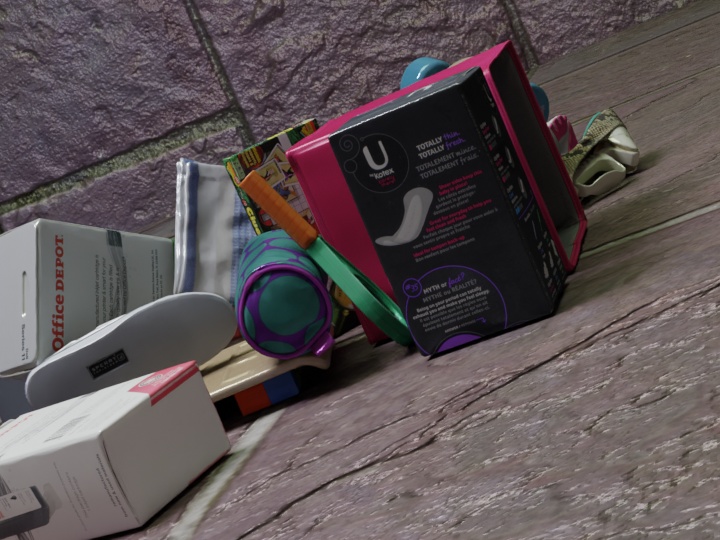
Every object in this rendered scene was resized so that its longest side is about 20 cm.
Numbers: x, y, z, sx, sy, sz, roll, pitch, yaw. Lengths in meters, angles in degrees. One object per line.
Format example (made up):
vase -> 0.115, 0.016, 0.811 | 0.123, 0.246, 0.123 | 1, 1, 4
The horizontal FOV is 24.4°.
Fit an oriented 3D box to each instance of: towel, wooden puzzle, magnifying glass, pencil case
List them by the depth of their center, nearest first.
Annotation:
magnifying glass -> -0.026, -0.010, 1.425 | 0.022, 0.200, 0.080 | -47, 3, 7
pencil case -> -0.065, 0.018, 1.468 | 0.085, 0.092, 0.200 | -42, 9, 6
wooden puzzle -> -0.119, 0.103, 1.497 | 0.200, 0.046, 0.185 | -18, 9, 3
towel -> -0.087, -0.033, 1.647 | 0.200, 0.147, 0.024 | 6, -18, -15

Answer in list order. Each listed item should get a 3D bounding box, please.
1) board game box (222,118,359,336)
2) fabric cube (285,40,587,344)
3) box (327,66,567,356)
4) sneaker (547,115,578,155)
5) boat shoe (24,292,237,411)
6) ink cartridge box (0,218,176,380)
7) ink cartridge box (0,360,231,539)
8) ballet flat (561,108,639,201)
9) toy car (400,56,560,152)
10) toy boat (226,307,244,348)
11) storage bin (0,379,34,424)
board game box -> -0.048, -0.037, 1.613 | 0.105, 0.200, 0.023 | -29, 9, -30
fabric cube -> 0.076, -0.076, 1.537 | 0.199, 0.196, 0.200 | -21, 10, 16
box -> 0.075, -0.050, 1.369 | 0.122, 0.200, 0.106 | -20, 10, 18
sneaker -> 0.180, -0.123, 1.965 | 0.088, 0.081, 0.200 | -18, 2, 38
boat shoe -> -0.210, 0.068, 1.507 | 0.200, 0.074, 0.065 | -19, 13, -8
ink cartridge box -> -0.250, 0.038, 1.621 | 0.200, 0.147, 0.083 | 10, -18, -41
ink cartridge box -> -0.225, 0.155, 1.314 | 0.200, 0.085, 0.146 | -16, 11, 31
ballet flat -> 0.253, -0.112, 1.775 | 0.075, 0.068, 0.200 | 9, 33, 33
toy car -> 0.145, -0.115, 1.798 | 0.184, 0.200, 0.177 | 22, 84, 51
toy boat -> -0.131, 0.019, 1.727 | 0.200, 0.131, 0.130 | -14, 12, 46
storage bin -> -0.302, 0.095, 1.713 | 0.145, 0.135, 0.200 | -17, 10, 37
